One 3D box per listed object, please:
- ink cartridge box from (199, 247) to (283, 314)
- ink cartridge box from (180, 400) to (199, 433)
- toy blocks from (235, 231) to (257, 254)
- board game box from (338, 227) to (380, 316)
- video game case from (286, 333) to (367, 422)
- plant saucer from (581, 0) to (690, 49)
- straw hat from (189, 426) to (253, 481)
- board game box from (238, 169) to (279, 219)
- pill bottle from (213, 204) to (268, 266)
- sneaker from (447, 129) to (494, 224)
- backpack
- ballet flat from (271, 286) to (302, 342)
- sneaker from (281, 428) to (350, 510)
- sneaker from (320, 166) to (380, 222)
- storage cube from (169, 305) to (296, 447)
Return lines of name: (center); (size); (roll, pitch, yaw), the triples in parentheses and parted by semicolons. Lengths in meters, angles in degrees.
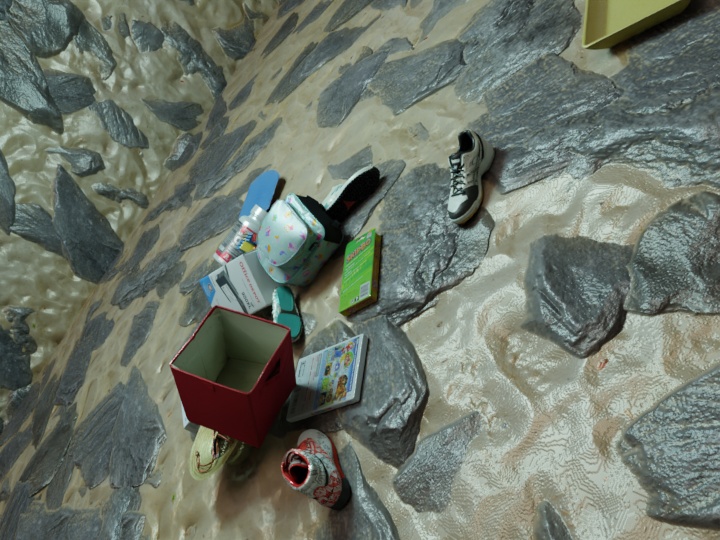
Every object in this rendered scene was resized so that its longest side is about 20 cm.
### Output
ink cartridge box: (-0.307, 0.045, 1.623); (0.199, 0.146, 0.084); (-26, 1, 38)
ink cartridge box: (-0.381, 0.271, 1.575); (0.200, 0.040, 0.200); (-49, 31, 8)
toy blocks: (-0.269, -0.051, 1.687); (0.199, 0.136, 0.101); (9, 66, 56)
board game box: (0.000, 0.000, 1.383); (0.095, 0.030, 0.202); (-29, 42, 34)
video game case: (-0.069, 0.220, 1.269); (0.199, 0.018, 0.144); (-26, 40, 38)
plant saucer: (0.519, -0.507, 1.161); (0.199, 0.048, 0.202); (-17, 47, 44)
straw hat: (-0.275, 0.365, 1.339); (0.200, 0.085, 0.202); (-35, 35, 29)
board game box: (-0.315, -0.231, 2.023); (0.157, 0.039, 0.202); (-11, 56, 42)
pill bottle: (-0.333, -0.089, 1.834); (0.201, 0.110, 0.111); (-54, 31, 0)
sneaker: (0.200, -0.189, 1.242); (0.075, 0.087, 0.202); (-10, 53, 46)
backpack: (-0.163, -0.065, 1.525); (0.176, 0.153, 0.201); (46, 118, 27)
ballet flat: (-0.178, 0.118, 1.486); (0.072, 0.072, 0.201); (-41, 31, 19)
sneaker: (-0.095, 0.331, 1.110); (0.067, 0.108, 0.201); (-50, 31, 4)
sneaker: (-0.036, -0.204, 1.587); (0.200, 0.070, 0.094); (-45, 38, 20)
storage cube: (-0.241, 0.208, 1.231); (0.198, 0.181, 0.172); (16, 45, 15)
